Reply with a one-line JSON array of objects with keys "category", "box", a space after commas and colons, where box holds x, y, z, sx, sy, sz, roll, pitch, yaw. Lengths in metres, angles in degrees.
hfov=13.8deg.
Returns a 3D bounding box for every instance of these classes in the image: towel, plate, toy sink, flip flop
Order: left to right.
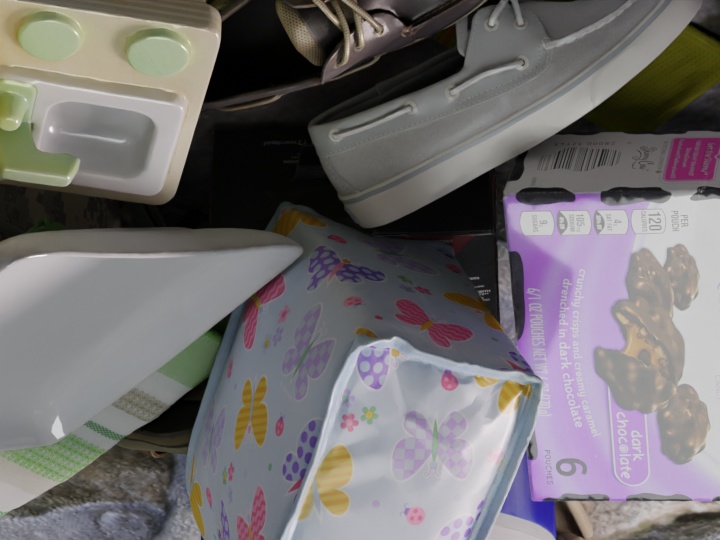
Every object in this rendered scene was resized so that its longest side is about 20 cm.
[{"category": "towel", "box": [-0.176, 0.053, 1.507, 0.200, 0.031, 0.149, -34, 136, 28]}, {"category": "plate", "box": [-0.154, 0.030, 1.384, 0.200, 0.032, 0.199, -37, 159, 33]}, {"category": "toy sink", "box": [-0.124, -0.108, 1.325, 0.111, 0.201, 0.131, 8, 143, -9]}, {"category": "flip flop", "box": [-0.102, 0.068, 1.601, 0.058, 0.081, 0.200, 40, 165, -28]}, {"category": "towel", "box": [0.088, -0.121, 1.458, 0.199, 0.018, 0.086, 25, 138, -30]}]

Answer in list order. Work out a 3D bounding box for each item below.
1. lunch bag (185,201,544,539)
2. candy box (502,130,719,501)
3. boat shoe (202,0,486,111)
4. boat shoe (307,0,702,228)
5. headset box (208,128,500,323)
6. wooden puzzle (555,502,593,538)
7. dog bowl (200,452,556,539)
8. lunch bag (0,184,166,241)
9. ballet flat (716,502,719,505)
[{"category": "lunch bag", "box": [-0.007, 0.095, 1.440, 0.126, 0.170, 0.201, 16, 107, -21]}, {"category": "candy box", "box": [0.176, 0.022, 1.422, 0.199, 0.072, 0.169, -1, 116, 13]}, {"category": "boat shoe", "box": [-0.009, -0.120, 1.388, 0.199, 0.073, 0.075, -26, 108, 35]}, {"category": "boat shoe", "box": [0.066, -0.097, 1.426, 0.199, 0.072, 0.069, -29, 105, 19]}, {"category": "headset box", "box": [0.000, 0.000, 1.576, 0.148, 0.078, 0.200, -2, 143, 3]}, {"category": "wooden puzzle", "box": [0.025, 0.132, 1.791, 0.199, 0.037, 0.185, -10, 143, 15]}, {"category": "dog bowl", "box": [0.010, 0.139, 1.663, 0.199, 0.079, 0.200, -1, 161, 0]}, {"category": "lunch bag", "box": [-0.199, 0.000, 1.546, 0.163, 0.118, 0.200, -23, 134, 26]}, {"category": "ballet flat", "box": [0.229, 0.126, 1.755, 0.067, 0.064, 0.200, -18, 140, 25]}]
